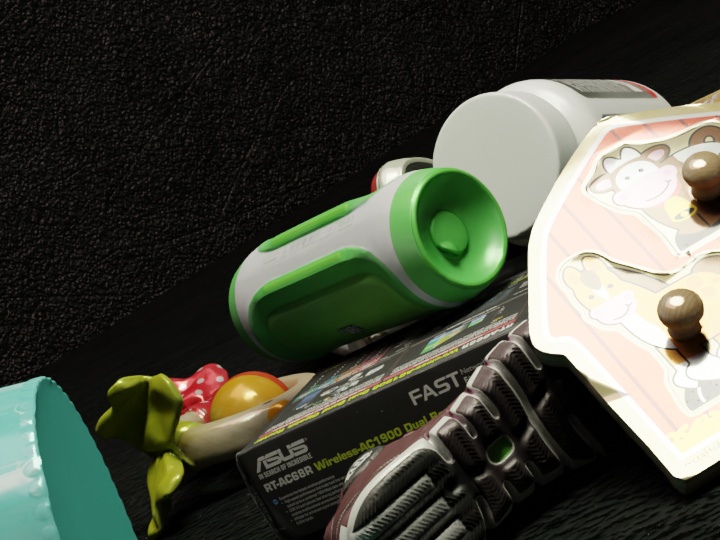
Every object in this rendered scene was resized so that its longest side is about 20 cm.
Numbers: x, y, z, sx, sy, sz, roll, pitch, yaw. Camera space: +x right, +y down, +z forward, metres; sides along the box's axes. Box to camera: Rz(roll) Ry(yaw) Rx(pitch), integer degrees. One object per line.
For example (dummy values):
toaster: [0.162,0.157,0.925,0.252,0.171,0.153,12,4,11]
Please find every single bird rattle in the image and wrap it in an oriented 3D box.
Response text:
bird rattle: [-0.096,0.118,1.179,0.162,0.113,0.200,-15,-2,16]

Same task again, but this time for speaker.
speaker: [0.000,0.000,0.997,0.088,0.089,0.200,-35,7,-38]

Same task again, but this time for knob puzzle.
knob puzzle: [0.160,-0.019,0.729,0.218,0.031,0.221,-11,47,12]

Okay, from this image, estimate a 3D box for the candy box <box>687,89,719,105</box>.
candy box: [0.228,-0.079,1.259,0.199,0.056,0.115,-26,9,34]

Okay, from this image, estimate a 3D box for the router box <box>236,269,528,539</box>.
router box: [0.045,0.069,0.924,0.199,0.062,0.150,-27,6,24]

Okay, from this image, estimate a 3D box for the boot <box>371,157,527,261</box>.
boot: [0.029,-0.010,1.172,0.144,0.073,0.200,-17,-27,27]

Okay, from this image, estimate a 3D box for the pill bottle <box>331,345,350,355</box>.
pill bottle: [-0.021,0.014,1.380,0.112,0.113,0.200,-31,7,-12]

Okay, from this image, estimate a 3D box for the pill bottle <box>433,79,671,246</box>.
pill bottle: [0.139,-0.076,1.123,0.113,0.115,0.200,-25,-9,33]

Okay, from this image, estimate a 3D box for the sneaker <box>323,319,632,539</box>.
sneaker: [0.057,0.077,0.786,0.199,0.076,0.115,-33,5,-22]

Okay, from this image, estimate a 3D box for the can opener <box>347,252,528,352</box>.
can opener: [0.072,0.028,1.148,0.199,0.054,0.067,-23,10,38]

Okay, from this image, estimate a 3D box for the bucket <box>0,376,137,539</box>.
bucket: [-0.159,0.148,0.653,0.134,0.208,0.207,-20,7,-2]
